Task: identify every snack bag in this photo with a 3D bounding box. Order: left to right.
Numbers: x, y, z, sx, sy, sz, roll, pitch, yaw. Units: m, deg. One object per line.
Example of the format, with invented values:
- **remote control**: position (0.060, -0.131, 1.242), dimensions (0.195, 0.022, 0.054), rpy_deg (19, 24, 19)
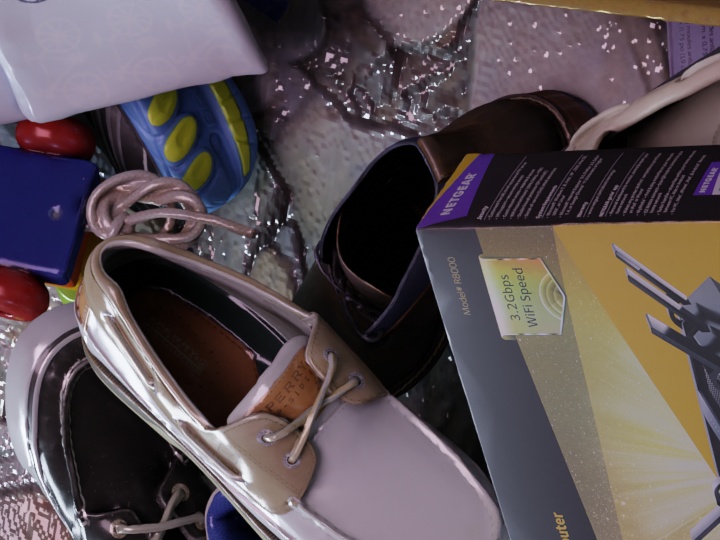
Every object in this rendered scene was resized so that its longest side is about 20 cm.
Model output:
- **snack bag**: position (-0.155, -0.113, 1.142), dimensions (0.199, 0.189, 0.022), rpy_deg (-11, 53, 12)

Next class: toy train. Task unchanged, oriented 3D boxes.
- **toy train**: position (-0.120, -0.009, 1.261), dimensions (0.199, 0.116, 0.085), rpy_deg (10, 75, 19)

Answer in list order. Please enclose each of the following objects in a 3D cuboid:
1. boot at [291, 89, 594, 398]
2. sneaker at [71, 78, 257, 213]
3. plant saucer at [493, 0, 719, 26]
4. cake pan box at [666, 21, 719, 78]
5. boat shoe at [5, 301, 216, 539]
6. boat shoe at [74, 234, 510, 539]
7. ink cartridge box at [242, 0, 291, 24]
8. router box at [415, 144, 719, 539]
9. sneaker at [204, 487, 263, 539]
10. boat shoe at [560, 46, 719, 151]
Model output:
- **boot**: position (0.000, 0.000, 1.175), dimensions (0.200, 0.097, 0.075), rpy_deg (-46, 68, 31)
- **sneaker**: position (-0.117, -0.110, 1.256), dimensions (0.083, 0.071, 0.200), rpy_deg (-20, 99, 48)
- **plant saucer**: position (0.116, -0.180, 1.065), dimensions (0.199, 0.048, 0.201), rpy_deg (11, 83, 39)
- **cake pan box**: position (0.199, -0.021, 1.051), dimensions (0.183, 0.052, 0.201), rpy_deg (-2, 94, 40)
- **boat shoe**: position (-0.084, 0.104, 1.230), dimensions (0.064, 0.070, 0.201), rpy_deg (34, 149, 54)
- **boat shoe**: position (-0.028, 0.057, 1.131), dimensions (0.199, 0.068, 0.075), rpy_deg (31, 70, 17)
- **ink cartridge box**: position (-0.080, -0.232, 1.244), dimensions (0.199, 0.040, 0.201), rpy_deg (32, 114, 30)
- **router box**: position (0.121, 0.054, 1.027), dimensions (0.156, 0.052, 0.201), rpy_deg (-2, 122, 29)
- **sneaker**: position (0.028, 0.116, 1.175), dimensions (0.199, 0.088, 0.076), rpy_deg (6, 97, 35)
- **boat shoe**: position (0.100, -0.025, 1.059), dimensions (0.200, 0.062, 0.072), rpy_deg (-34, 75, 40)
